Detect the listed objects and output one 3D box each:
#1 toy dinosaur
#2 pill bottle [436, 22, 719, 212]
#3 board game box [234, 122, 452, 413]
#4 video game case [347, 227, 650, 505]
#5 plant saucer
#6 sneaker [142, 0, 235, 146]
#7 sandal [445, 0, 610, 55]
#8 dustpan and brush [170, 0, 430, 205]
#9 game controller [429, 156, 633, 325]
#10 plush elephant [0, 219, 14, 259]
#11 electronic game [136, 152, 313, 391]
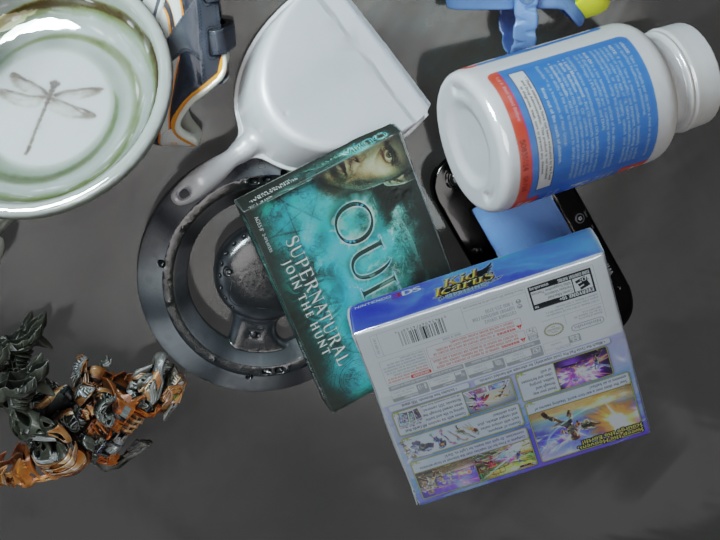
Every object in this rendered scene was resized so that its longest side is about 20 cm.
[{"bbox_3d":[-0.239,0.120,1.183,0.200,0.102,0.136,-41,121,-17],"label":"toy dinosaur"},{"bbox_3d":[0.169,-0.123,1.137,0.200,0.112,0.112,-18,104,-18],"label":"pill bottle"},{"bbox_3d":[0.000,0.000,1.162,0.135,0.028,0.200,-28,123,-9],"label":"board game box"},{"bbox_3d":[0.111,0.079,1.179,0.200,0.045,0.181,-18,121,4],"label":"video game case"},{"bbox_3d":[-0.229,-0.121,1.082,0.200,0.050,0.200,-2,67,6],"label":"plant saucer"},{"bbox_3d":[-0.128,-0.188,1.129,0.079,0.078,0.200,18,111,-4],"label":"sneaker"},{"bbox_3d":[0.091,-0.233,1.140,0.200,0.079,0.087,35,101,-10],"label":"sandal"},{"bbox_3d":[-0.062,-0.114,1.144,0.200,0.057,0.140,-40,94,-26],"label":"dustpan and brush"},{"bbox_3d":[0.139,-0.020,1.207,0.104,0.042,0.200,-31,104,2],"label":"game controller"},{"bbox_3d":[-0.352,-0.030,1.102,0.165,0.155,0.200,41,96,-12],"label":"plush elephant"},{"bbox_3d":[-0.077,0.000,1.191,0.200,0.042,0.200,-3,106,-11],"label":"electronic game"}]
